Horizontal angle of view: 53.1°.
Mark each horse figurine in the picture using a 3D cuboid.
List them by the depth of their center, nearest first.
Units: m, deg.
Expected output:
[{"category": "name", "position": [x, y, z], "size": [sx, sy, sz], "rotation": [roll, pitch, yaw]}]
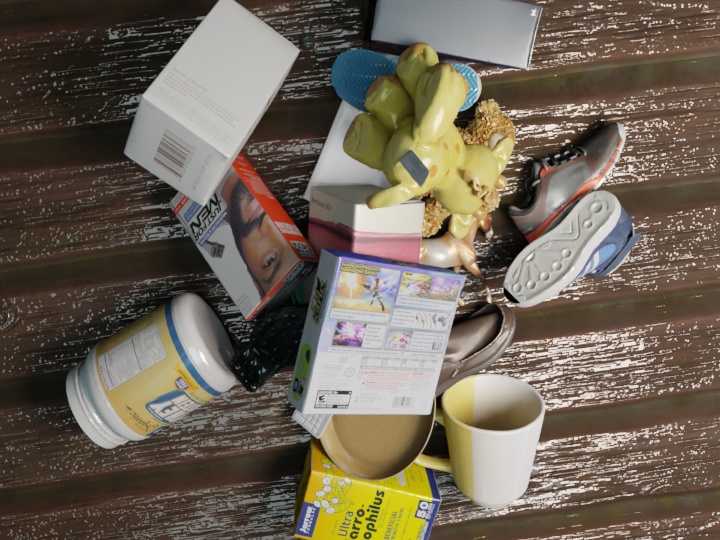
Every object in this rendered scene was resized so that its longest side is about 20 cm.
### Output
[{"category": "horse figurine", "position": [0.105, -0.005, 1.023], "size": [0.194, 0.050, 0.136], "rotation": [-12, 105, -1]}]

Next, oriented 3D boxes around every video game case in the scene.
[{"category": "video game case", "position": [0.022, 0.079, 0.866], "size": [0.196, 0.045, 0.186], "rotation": [8, 101, -36]}]

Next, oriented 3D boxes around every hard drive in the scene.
[{"category": "hard drive", "position": [0.018, -0.167, 0.988], "size": [0.129, 0.027, 0.204], "rotation": [22, 101, -10]}]

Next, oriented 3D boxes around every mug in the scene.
[{"category": "mug", "position": [0.179, 0.252, 1.067], "size": [0.148, 0.184, 0.157], "rotation": [-25, 121, -40]}]

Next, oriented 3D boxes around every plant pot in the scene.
[{"category": "plant pot", "position": [0.023, 0.192, 1.025], "size": [0.195, 0.027, 0.206], "rotation": [-8, 74, 30]}]

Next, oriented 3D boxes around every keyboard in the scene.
[{"category": "keyboard", "position": [-0.033, 0.141, 1.045], "size": [0.056, 0.011, 0.203], "rotation": [30, 93, 22]}]

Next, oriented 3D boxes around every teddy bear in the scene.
[{"category": "teddy bear", "position": [0.134, -0.134, 0.969], "size": [0.196, 0.067, 0.148], "rotation": [-24, 106, -7]}]

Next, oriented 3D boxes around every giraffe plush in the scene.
[{"category": "giraffe plush", "position": [0.096, -0.134, 0.839], "size": [0.160, 0.204, 0.172], "rotation": [23, 130, -37]}]

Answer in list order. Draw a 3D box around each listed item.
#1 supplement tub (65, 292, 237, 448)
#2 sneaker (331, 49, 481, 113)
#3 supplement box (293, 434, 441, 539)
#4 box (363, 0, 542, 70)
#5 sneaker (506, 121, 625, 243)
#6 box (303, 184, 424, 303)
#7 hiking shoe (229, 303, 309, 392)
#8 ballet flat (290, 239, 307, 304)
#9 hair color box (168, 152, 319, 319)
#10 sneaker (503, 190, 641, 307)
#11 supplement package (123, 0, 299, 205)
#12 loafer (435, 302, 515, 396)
[{"category": "supplement tub", "position": [-0.281, 0.138, 0.984], "size": [0.197, 0.145, 0.147], "rotation": [-30, 105, 4]}, {"category": "sneaker", "position": [0.057, -0.237, 0.925], "size": [0.195, 0.081, 0.079], "rotation": [12, 106, 13]}, {"category": "supplement box", "position": [0.007, 0.338, 1.073], "size": [0.195, 0.110, 0.112], "rotation": [15, 103, -7]}, {"category": "box", "position": [0.108, -0.307, 0.900], "size": [0.194, 0.141, 0.081], "rotation": [9, 104, -6]}, {"category": "sneaker", "position": [0.280, -0.133, 0.993], "size": [0.081, 0.077, 0.201], "rotation": [39, 98, -6]}, {"category": "box", "position": [0.000, 0.000, 0.934], "size": [0.106, 0.127, 0.206], "rotation": [-5, 107, -31]}, {"category": "hiking shoe", "position": [-0.099, 0.083, 0.927], "size": [0.075, 0.087, 0.199], "rotation": [51, 136, -3]}, {"category": "ballet flat", "position": [-0.066, 0.051, 1.018], "size": [0.068, 0.067, 0.206], "rotation": [-14, 105, -6]}, {"category": "hair color box", "position": [-0.152, -0.050, 0.931], "size": [0.111, 0.064, 0.201], "rotation": [-45, 71, 17]}, {"category": "sneaker", "position": [0.298, -0.005, 0.998], "size": [0.200, 0.081, 0.146], "rotation": [-46, 140, 5]}, {"category": "supplement package", "position": [-0.176, -0.205, 0.866], "size": [0.116, 0.203, 0.117], "rotation": [32, 145, -11]}, {"category": "loafer", "position": [0.136, 0.114, 1.034], "size": [0.199, 0.073, 0.071], "rotation": [-40, 129, 6]}]
